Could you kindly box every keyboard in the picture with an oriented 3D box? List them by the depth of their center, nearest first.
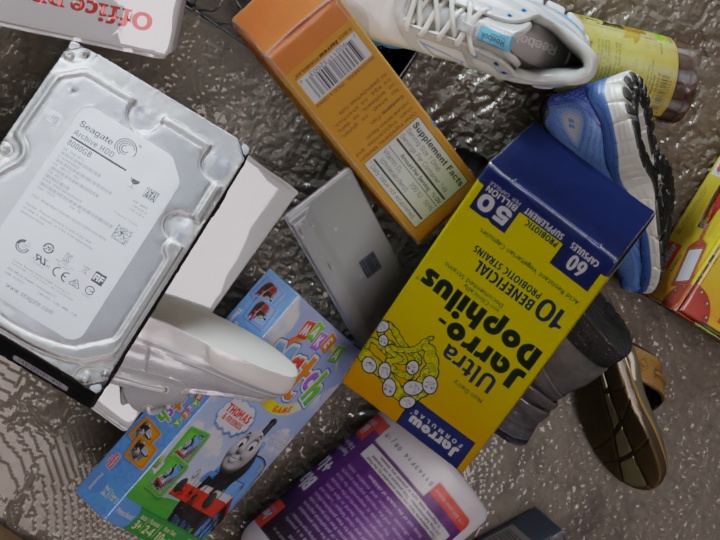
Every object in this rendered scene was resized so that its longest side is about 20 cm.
[{"bbox_3d":[0.000,0.000,1.598,0.056,0.011,0.200,-42,144,-10],"label":"keyboard"}]

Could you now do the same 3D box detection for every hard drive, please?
[{"bbox_3d":[-0.176,-0.032,1.432,0.139,0.038,0.200,32,64,-1],"label":"hard drive"}]

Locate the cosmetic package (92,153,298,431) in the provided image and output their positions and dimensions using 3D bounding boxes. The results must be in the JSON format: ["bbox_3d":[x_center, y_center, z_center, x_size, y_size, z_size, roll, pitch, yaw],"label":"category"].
[{"bbox_3d":[-0.139,-0.004,1.555,0.081,0.113,0.200,37,92,-18],"label":"cosmetic package"}]

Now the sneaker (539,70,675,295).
[{"bbox_3d":[0.177,-0.062,1.654,0.089,0.079,0.200,-3,133,20],"label":"sneaker"}]

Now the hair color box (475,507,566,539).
[{"bbox_3d":[0.137,0.296,1.737,0.099,0.061,0.201,-26,109,-10],"label":"hair color box"}]

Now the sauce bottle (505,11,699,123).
[{"bbox_3d":[0.145,-0.155,1.633,0.199,0.065,0.065,12,99,-21],"label":"sauce bottle"}]

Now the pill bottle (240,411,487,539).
[{"bbox_3d":[-0.016,0.200,1.640,0.200,0.111,0.112,-40,111,-5],"label":"pill bottle"}]

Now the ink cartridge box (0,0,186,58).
[{"bbox_3d":[-0.173,-0.252,1.487,0.145,0.084,0.201,12,100,-3],"label":"ink cartridge box"}]

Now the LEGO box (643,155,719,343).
[{"bbox_3d":[0.329,-0.026,1.713,0.149,0.077,0.200,32,92,-21],"label":"LEGO box"}]

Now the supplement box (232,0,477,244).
[{"bbox_3d":[-0.001,-0.110,1.533,0.069,0.067,0.200,-39,128,-2],"label":"supplement box"}]

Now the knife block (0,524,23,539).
[{"bbox_3d":[-0.182,0.269,1.598,0.175,0.064,0.201,-8,105,7],"label":"knife block"}]

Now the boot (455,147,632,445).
[{"bbox_3d":[0.091,0.022,1.649,0.132,0.070,0.200,-40,80,27],"label":"boot"}]

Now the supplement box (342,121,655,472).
[{"bbox_3d":[0.094,0.018,1.554,0.109,0.110,0.200,37,118,6],"label":"supplement box"}]

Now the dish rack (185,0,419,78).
[{"bbox_3d":[-0.041,-0.211,1.568,0.200,0.055,0.154,33,90,-21],"label":"dish rack"}]

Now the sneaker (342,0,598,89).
[{"bbox_3d":[0.074,-0.170,1.536,0.199,0.087,0.075,13,102,-14],"label":"sneaker"}]

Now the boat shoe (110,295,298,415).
[{"bbox_3d":[-0.142,0.057,1.474,0.199,0.072,0.069,17,106,-17],"label":"boat shoe"}]

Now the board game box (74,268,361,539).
[{"bbox_3d":[-0.094,0.104,1.586,0.200,0.037,0.151,-50,155,-2],"label":"board game box"}]

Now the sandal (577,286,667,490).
[{"bbox_3d":[0.195,0.072,1.702,0.054,0.080,0.201,-26,105,-27],"label":"sandal"}]
